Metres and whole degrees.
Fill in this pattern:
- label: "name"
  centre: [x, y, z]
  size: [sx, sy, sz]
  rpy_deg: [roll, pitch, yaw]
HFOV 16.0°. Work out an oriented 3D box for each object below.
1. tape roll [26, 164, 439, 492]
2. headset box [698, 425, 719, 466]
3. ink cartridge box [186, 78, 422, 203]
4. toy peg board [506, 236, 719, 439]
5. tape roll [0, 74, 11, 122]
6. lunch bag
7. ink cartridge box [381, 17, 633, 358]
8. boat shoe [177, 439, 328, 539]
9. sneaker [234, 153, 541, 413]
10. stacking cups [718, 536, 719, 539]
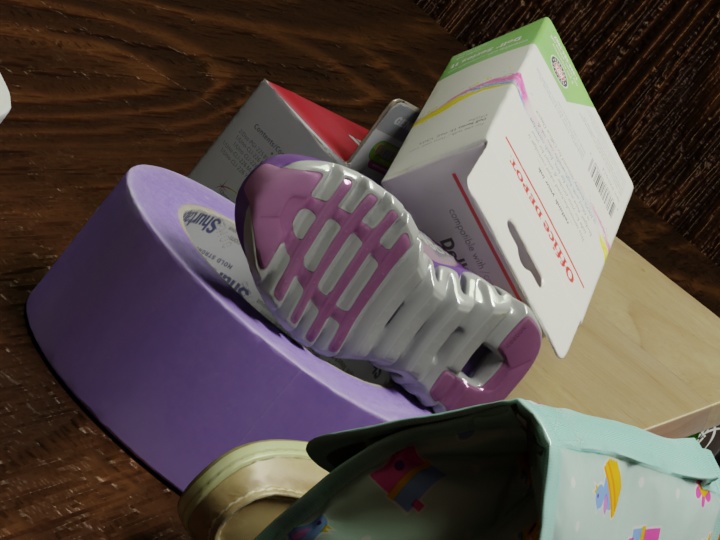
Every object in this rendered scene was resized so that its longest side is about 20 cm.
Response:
- label: "tape roll"
  centre: [-0.061, 0.043, 1.265]
  size: [0.200, 0.085, 0.200]
  rpy_deg: [39, 12, -9]
- label: "headset box"
  centre: [0.142, 0.086, 1.589]
  size: [0.200, 0.077, 0.149]
  rpy_deg: [39, -16, 24]
- label: "ink cartridge box"
  centre: [-0.005, -0.029, 1.479]
  size: [0.084, 0.176, 0.200]
  rpy_deg: [46, 13, 31]
- label: "toy peg board"
  centre: [0.090, 0.064, 1.417]
  size: [0.199, 0.098, 0.200]
  rpy_deg: [-16, 43, -38]
- label: "tape roll"
  centre: [-0.268, -0.112, 1.233]
  size: [0.202, 0.071, 0.202]
  rpy_deg: [39, 12, -10]
- label: "lunch bag"
  centre: [0.038, 0.129, 0.964]
  size: [0.122, 0.200, 0.170]
  rpy_deg: [47, 15, 31]
- label: "ink cartridge box"
  centre: [0.076, -0.036, 1.354]
  size: [0.117, 0.067, 0.200]
  rpy_deg: [61, 27, -19]
- label: "boat shoe"
  centre: [-0.001, 0.139, 1.135]
  size: [0.201, 0.073, 0.063]
  rpy_deg: [42, 10, -44]
- label: "sneaker"
  centre: [0.000, 0.000, 1.238]
  size: [0.200, 0.081, 0.088]
  rpy_deg: [37, 6, -44]
- label: "stacking cups"
  centre: [0.187, 0.139, 1.366]
  size: [0.200, 0.061, 0.061]
  rpy_deg: [28, 16, -42]
